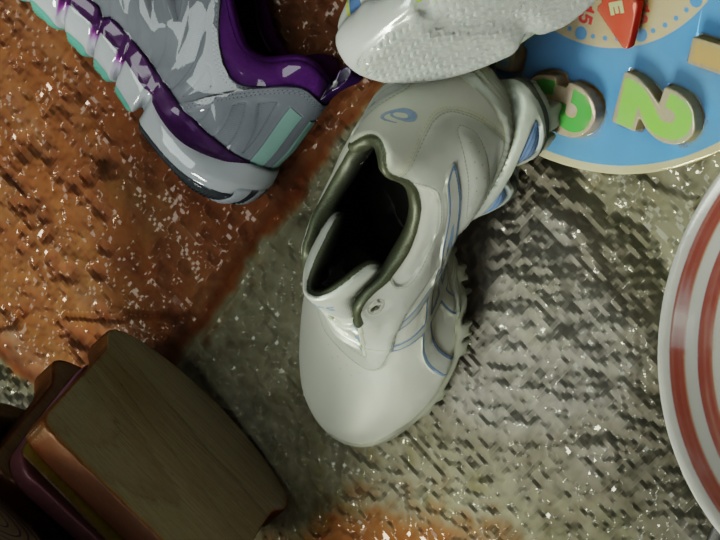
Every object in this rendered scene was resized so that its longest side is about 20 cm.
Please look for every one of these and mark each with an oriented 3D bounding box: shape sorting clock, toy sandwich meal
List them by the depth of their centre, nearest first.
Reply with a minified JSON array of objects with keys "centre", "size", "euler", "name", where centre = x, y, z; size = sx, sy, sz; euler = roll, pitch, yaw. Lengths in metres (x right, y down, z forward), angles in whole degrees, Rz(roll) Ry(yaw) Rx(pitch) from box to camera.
[{"centre":[0.091,-0.135,0.779],"size":[0.200,0.039,0.200],"euler":[8,105,31],"name":"shape sorting clock"},{"centre":[-0.097,0.108,0.866],"size":[0.070,0.205,0.205],"euler":[-46,75,17],"name":"toy sandwich meal"}]

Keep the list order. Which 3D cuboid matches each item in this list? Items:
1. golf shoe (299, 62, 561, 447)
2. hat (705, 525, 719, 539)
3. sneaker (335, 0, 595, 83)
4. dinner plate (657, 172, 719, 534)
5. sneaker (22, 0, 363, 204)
[{"centre":[0.000,0.000,0.825],"size":[0.078,0.097,0.200],"euler":[36,131,22],"name":"golf shoe"},{"centre":[0.197,0.150,0.750],"size":[0.200,0.081,0.201],"euler":[7,104,31],"name":"hat"},{"centre":[0.062,-0.153,0.735],"size":[0.200,0.076,0.105],"euler":[-35,63,16],"name":"sneaker"},{"centre":[0.198,0.025,0.729],"size":[0.200,0.024,0.201],"euler":[-8,76,32],"name":"dinner plate"},{"centre":[-0.086,-0.125,0.888],"size":[0.088,0.074,0.200],"euler":[-44,86,18],"name":"sneaker"}]
